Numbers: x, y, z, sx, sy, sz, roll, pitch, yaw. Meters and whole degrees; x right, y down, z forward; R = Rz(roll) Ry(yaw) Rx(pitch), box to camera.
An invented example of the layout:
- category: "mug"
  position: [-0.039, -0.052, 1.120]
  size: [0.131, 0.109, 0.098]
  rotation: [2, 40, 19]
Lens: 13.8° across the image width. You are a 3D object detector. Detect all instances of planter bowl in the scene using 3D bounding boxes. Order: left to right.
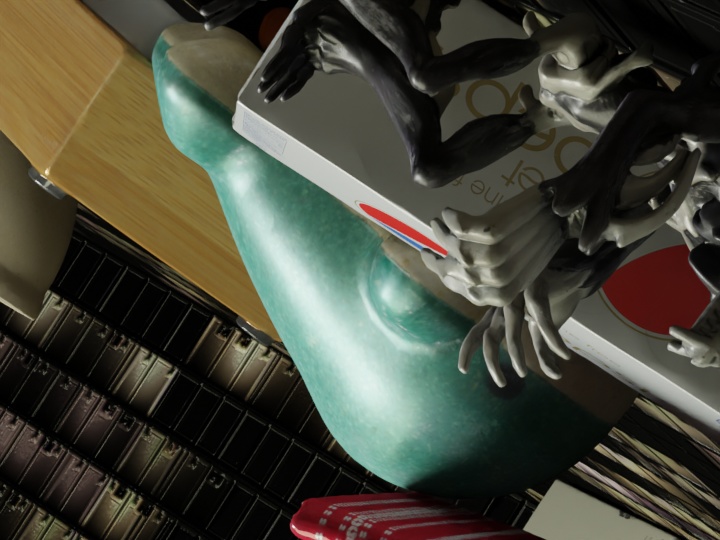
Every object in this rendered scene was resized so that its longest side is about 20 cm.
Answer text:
- category: "planter bowl"
  position: [-0.273, -0.074, 2.043]
  size: [0.200, 0.135, 0.200]
  rotation: [32, 174, 4]

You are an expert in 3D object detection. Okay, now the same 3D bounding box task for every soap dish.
- category: "soap dish"
  position: [-0.083, -0.063, 1.132]
  size: [0.157, 0.081, 0.200]
  rotation: [37, -177, -36]

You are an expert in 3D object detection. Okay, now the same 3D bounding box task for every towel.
- category: "towel"
  position: [0.087, 0.112, 0.929]
  size: [0.200, 0.022, 0.145]
  rotation: [20, -179, 15]

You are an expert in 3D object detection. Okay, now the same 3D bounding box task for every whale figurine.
- category: "whale figurine"
  position: [0.000, 0.000, 0.998]
  size: [0.200, 0.104, 0.159]
  rotation: [37, -174, -13]

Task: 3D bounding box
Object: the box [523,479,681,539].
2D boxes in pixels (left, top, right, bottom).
- category: "box"
  position: [0.217, 0.239, 2.441]
  size: [0.082, 0.068, 0.200]
  rotation: [35, 175, -28]

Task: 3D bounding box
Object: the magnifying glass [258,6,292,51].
- category: "magnifying glass"
  position: [0.035, -0.054, 1.020]
  size: [0.200, 0.022, 0.080]
  rotation: [25, 172, 44]

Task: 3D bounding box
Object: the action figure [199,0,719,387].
- category: "action figure"
  position: [0.055, -0.020, 0.768]
  size: [0.200, 0.102, 0.119]
  rotation: [32, 164, 22]

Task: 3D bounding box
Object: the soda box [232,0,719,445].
- category: "soda box"
  position: [0.062, -0.020, 0.893]
  size: [0.200, 0.068, 0.064]
  rotation: [33, 174, -1]
